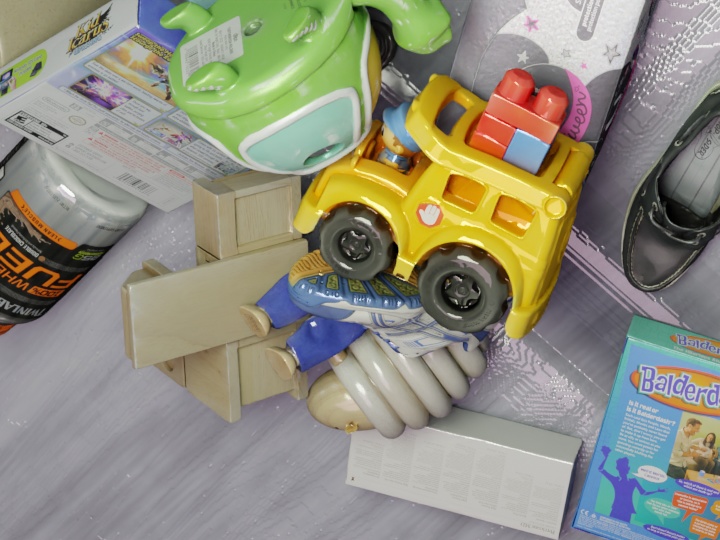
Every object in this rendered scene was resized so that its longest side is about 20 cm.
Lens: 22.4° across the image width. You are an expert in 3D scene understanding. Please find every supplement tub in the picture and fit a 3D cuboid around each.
[{"bbox_3d":[-0.288,-0.036,1.602,0.123,0.123,0.200,45,119,-6],"label":"supplement tub"}]

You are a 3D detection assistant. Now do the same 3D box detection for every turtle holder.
[{"bbox_3d":[-0.041,-0.152,1.300,0.185,0.141,0.132,-45,129,-10],"label":"turtle holder"}]

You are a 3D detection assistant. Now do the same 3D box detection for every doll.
[{"bbox_3d":[0.000,0.000,1.471,0.137,0.200,0.048,59,161,-7],"label":"doll"}]

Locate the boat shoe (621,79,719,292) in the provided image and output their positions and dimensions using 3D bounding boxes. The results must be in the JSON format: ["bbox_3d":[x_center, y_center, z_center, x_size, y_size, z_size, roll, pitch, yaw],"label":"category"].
[{"bbox_3d":[0.261,-0.057,1.449,0.074,0.066,0.200,31,119,1],"label":"boat shoe"}]

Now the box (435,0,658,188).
[{"bbox_3d":[0.150,-0.184,1.398,0.131,0.115,0.201,20,119,8],"label":"box"}]

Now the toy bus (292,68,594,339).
[{"bbox_3d":[0.072,-0.075,1.338,0.199,0.136,0.193,24,124,7],"label":"toy bus"}]

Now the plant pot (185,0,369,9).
[{"bbox_3d":[-0.063,-0.266,1.402,0.199,0.161,0.202,7,116,14],"label":"plant pot"}]

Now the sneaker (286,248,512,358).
[{"bbox_3d":[0.029,0.034,1.410,0.199,0.075,0.088,3,129,-29],"label":"sneaker"}]

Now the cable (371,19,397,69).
[{"bbox_3d":[-0.056,-0.153,1.534,0.200,0.050,0.097,-42,80,17],"label":"cable"}]

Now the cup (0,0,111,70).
[{"bbox_3d":[-0.312,-0.207,1.518,0.199,0.143,0.201,7,115,14],"label":"cup"}]

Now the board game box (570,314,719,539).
[{"bbox_3d":[0.278,0.153,1.554,0.151,0.045,0.201,18,118,10],"label":"board game box"}]

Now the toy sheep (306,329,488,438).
[{"bbox_3d":[0.040,0.066,1.545,0.200,0.138,0.138,-36,101,4],"label":"toy sheep"}]

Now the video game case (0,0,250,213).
[{"bbox_3d":[-0.163,-0.132,1.448,0.181,0.046,0.200,-22,144,36],"label":"video game case"}]

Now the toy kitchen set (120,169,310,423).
[{"bbox_3d":[-0.158,0.008,1.516,0.180,0.162,0.201,29,127,49],"label":"toy kitchen set"}]

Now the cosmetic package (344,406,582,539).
[{"bbox_3d":[0.091,0.170,1.618,0.199,0.051,0.083,14,115,11],"label":"cosmetic package"}]
